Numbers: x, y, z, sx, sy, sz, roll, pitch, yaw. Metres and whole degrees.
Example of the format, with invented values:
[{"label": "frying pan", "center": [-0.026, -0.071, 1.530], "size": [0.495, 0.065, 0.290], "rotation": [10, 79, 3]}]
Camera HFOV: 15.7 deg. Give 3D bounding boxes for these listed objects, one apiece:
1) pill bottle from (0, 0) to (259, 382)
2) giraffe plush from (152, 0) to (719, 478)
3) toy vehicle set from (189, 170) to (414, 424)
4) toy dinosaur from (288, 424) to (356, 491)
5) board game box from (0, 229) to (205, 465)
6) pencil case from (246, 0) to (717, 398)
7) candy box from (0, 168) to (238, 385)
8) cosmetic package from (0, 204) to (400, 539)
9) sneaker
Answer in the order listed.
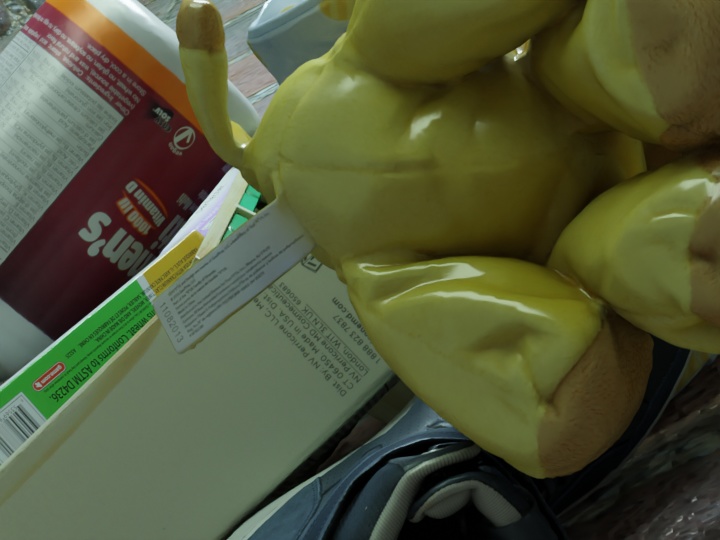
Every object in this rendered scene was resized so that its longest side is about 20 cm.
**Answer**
[{"label": "pill bottle", "center": [-0.145, -0.024, 1.138], "size": [0.200, 0.109, 0.110], "rotation": [-50, 16, -2]}, {"label": "giraffe plush", "center": [0.058, -0.035, 0.766], "size": [0.199, 0.174, 0.162], "rotation": [-18, -1, 33]}, {"label": "toy vehicle set", "center": [0.000, 0.000, 1.049], "size": [0.027, 0.124, 0.200], "rotation": [-63, 3, 20]}, {"label": "toy dinosaur", "center": [-0.051, 0.080, 1.022], "size": [0.088, 0.048, 0.200], "rotation": [-5, 31, 45]}, {"label": "board game box", "center": [-0.141, 0.080, 1.069], "size": [0.153, 0.040, 0.200], "rotation": [-42, -2, -40]}, {"label": "pencil case", "center": [0.046, -0.034, 0.914], "size": [0.083, 0.200, 0.091], "rotation": [-45, 13, -30]}, {"label": "candy box", "center": [-0.080, 0.016, 1.244], "size": [0.199, 0.072, 0.168], "rotation": [-18, 18, 37]}, {"label": "cosmetic package", "center": [-0.071, 0.070, 0.895], "size": [0.200, 0.071, 0.105], "rotation": [-44, -4, -4]}, {"label": "sneaker", "center": [0.052, 0.057, 0.800], "size": [0.202, 0.077, 0.146], "rotation": [-42, 8, -16]}]
